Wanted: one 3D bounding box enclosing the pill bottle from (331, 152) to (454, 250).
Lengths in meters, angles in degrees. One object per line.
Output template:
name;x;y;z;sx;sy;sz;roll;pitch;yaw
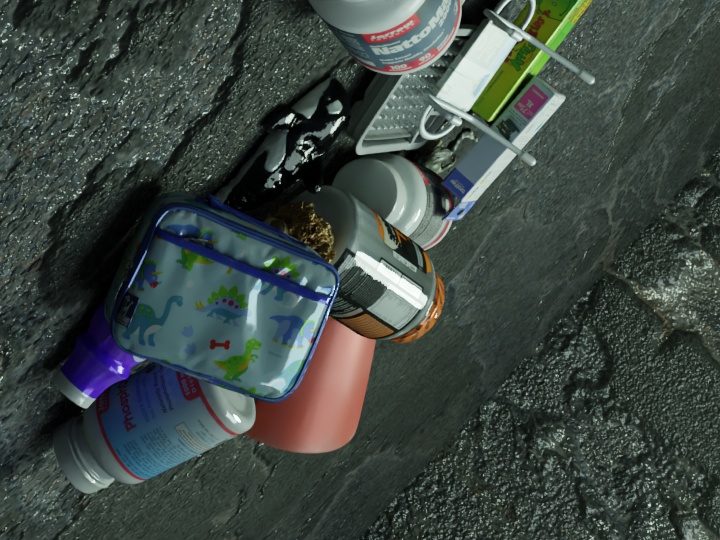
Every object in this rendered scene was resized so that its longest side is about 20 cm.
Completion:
pill bottle;0.035;-0.081;1.750;0.111;0.111;0.200;-51;164;10

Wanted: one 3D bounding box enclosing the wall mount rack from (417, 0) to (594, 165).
wall mount rack;0.163;-0.205;1.648;0.174;0.075;0.200;17;113;-51

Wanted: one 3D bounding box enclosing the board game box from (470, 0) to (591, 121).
board game box;0.199;-0.267;1.722;0.200;0.048;0.102;-53;173;13

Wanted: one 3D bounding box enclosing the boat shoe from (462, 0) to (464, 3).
boat shoe;0.100;-0.316;1.496;0.200;0.057;0.067;-55;167;6

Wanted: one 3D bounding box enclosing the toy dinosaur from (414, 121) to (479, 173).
toy dinosaur;0.097;-0.161;1.852;0.088;0.047;0.200;-41;161;-2

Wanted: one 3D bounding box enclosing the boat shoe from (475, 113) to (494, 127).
boat shoe;0.174;-0.218;1.861;0.066;0.075;0.199;-28;153;-20

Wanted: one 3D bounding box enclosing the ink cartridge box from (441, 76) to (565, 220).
ink cartridge box;0.162;-0.144;1.770;0.200;0.042;0.119;-51;172;12

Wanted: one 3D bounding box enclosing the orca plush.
orca plush;-0.073;-0.104;1.487;0.200;0.071;0.105;-42;163;-21

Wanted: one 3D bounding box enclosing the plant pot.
plant pot;-0.069;0.089;1.769;0.200;0.200;0.177;-25;141;-54

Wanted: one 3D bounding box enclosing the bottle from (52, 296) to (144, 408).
bottle;-0.222;0.048;1.462;0.200;0.065;0.084;-48;160;-1

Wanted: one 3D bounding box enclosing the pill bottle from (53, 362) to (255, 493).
pill bottle;-0.221;0.159;1.566;0.200;0.109;0.109;-27;168;12

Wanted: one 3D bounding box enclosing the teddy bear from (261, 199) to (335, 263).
teddy bear;-0.122;0.002;1.510;0.200;0.067;0.145;-23;-142;32

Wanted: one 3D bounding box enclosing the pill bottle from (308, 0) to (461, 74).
pill bottle;0.014;-0.253;1.282;0.120;0.120;0.200;-49;164;3

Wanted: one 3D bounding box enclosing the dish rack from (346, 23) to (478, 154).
dish rack;0.064;-0.211;1.648;0.172;0.044;0.200;-54;163;23

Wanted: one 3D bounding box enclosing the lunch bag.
lunch bag;-0.130;0.023;1.392;0.161;0.200;0.082;-64;-161;6

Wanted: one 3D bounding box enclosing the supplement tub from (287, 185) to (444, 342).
supplement tub;0.000;0.000;1.611;0.123;0.123;0.200;-50;138;5
